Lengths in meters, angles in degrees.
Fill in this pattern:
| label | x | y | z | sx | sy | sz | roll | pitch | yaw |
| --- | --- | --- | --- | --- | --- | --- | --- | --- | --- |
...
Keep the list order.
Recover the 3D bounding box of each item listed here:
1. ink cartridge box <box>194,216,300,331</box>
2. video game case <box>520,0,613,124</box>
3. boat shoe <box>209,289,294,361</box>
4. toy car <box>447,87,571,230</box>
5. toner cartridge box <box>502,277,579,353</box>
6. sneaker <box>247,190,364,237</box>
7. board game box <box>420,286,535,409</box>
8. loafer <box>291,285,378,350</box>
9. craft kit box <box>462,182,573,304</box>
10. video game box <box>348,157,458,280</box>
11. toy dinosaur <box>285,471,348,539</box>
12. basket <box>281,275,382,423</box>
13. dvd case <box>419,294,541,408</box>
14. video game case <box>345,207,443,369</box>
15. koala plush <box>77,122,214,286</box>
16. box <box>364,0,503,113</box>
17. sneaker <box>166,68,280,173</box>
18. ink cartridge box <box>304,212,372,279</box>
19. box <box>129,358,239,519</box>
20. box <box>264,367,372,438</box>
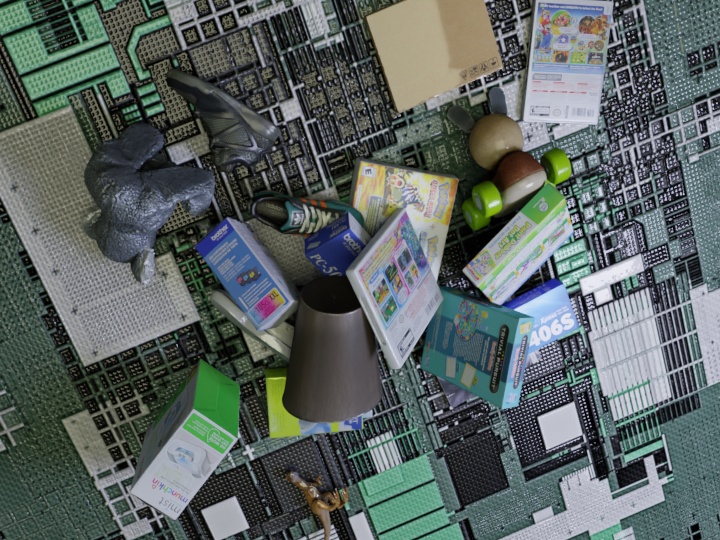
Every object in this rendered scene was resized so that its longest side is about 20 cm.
| label | x | y | z | sx | sy | sz | roll | pitch | yaw |
| --- | --- | --- | --- | --- | --- | --- | --- | --- | --- |
| ink cartridge box | -0.184 | -0.006 | 1.220 | 0.076 | 0.136 | 0.202 | -37 | 84 | 4 |
| video game case | 0.352 | -0.357 | 1.291 | 0.139 | 0.018 | 0.205 | 0 | 106 | -9 |
| boat shoe | -0.169 | 0.083 | 1.312 | 0.199 | 0.071 | 0.071 | 37 | 73 | -14 |
| toy car | 0.229 | -0.202 | 1.277 | 0.161 | 0.158 | 0.204 | -24 | 81 | -9 |
| toner cartridge box | 0.295 | 0.103 | 1.386 | 0.197 | 0.043 | 0.097 | -27 | 107 | -3 |
| sneaker | -0.091 | -0.084 | 1.243 | 0.195 | 0.080 | 0.073 | 10 | 104 | 1 |
| board game box | 0.197 | 0.127 | 1.301 | 0.046 | 0.198 | 0.155 | 1 | 104 | -40 |
| loafer | -0.048 | 0.092 | 1.330 | 0.197 | 0.063 | 0.073 | 31 | 99 | -16 |
| craft kit box | 0.275 | -0.034 | 1.291 | 0.200 | 0.197 | 0.049 | -45 | 69 | 4 |
| video game box | 0.063 | -0.078 | 1.310 | 0.177 | 0.047 | 0.205 | 7 | 105 | -13 |
| toy dinosaur | -0.075 | 0.452 | 1.445 | 0.104 | 0.061 | 0.203 | -19 | 104 | 23 |
| basket | -0.042 | 0.124 | 1.236 | 0.176 | 0.137 | 0.204 | -8 | 122 | -18 |
| dvd case | 0.228 | 0.151 | 1.419 | 0.197 | 0.016 | 0.151 | -28 | 108 | -1 |
| video game case | 0.061 | 0.025 | 1.229 | 0.023 | 0.200 | 0.185 | -10 | 116 | 35 |
| koala plush | -0.359 | -0.089 | 1.177 | 0.176 | 0.184 | 0.202 | 38 | 126 | 7 |
| box | 0.123 | -0.376 | 1.244 | 0.196 | 0.021 | 0.167 | -23 | 108 | -2 |
| sneaker | -0.235 | -0.230 | 1.198 | 0.197 | 0.076 | 0.116 | 32 | 93 | -22 |
| ink cartridge box | 0.000 | 0.000 | 1.261 | 0.093 | 0.045 | 0.200 | -29 | 128 | 19 |
| box | -0.288 | 0.280 | 1.273 | 0.096 | 0.200 | 0.177 | 37 | 99 | -17 |
| box | -0.073 | 0.234 | 1.377 | 0.195 | 0.048 | 0.125 | -4 | 107 | -7 |
